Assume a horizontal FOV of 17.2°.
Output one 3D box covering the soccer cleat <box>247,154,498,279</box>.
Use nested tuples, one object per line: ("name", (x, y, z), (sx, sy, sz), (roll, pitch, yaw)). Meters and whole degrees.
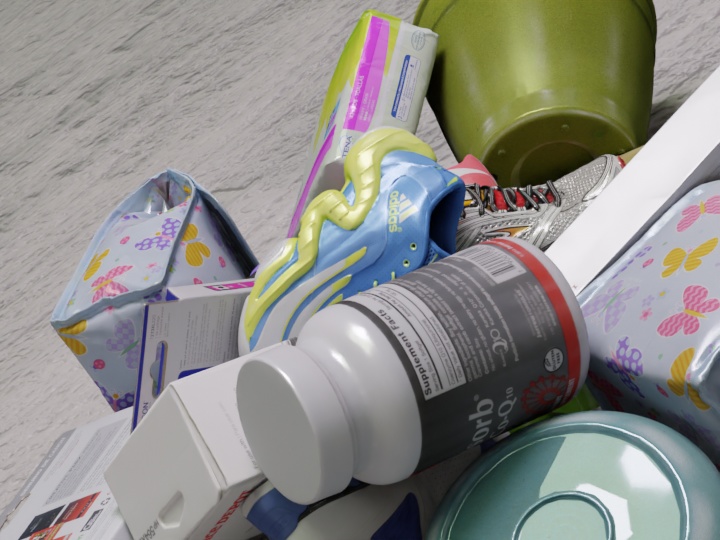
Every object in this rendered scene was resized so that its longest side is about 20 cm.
("soccer cleat", (0.009, -0.023, 1.740), (0.200, 0.068, 0.073), (-21, 46, 7))

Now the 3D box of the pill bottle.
("pill bottle", (0.031, 0.063, 1.454), (0.200, 0.116, 0.116), (-22, 21, -28))

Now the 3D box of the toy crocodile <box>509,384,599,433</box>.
("toy crocodile", (0.085, 0.071, 1.651), (0.200, 0.068, 0.062), (-2, 35, 43))

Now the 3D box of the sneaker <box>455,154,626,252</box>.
("sneaker", (0.095, -0.028, 1.648), (0.200, 0.082, 0.078), (-29, 20, 4))

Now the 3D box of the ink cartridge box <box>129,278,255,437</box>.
("ink cartridge box", (-0.087, 0.056, 1.632), (0.037, 0.095, 0.200), (17, 16, 39))

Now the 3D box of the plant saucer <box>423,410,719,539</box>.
("plant saucer", (0.122, 0.164, 1.404), (0.200, 0.027, 0.200), (-14, 52, 18))

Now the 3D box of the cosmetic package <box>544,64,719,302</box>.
("cosmetic package", (0.205, -0.040, 1.593), (0.200, 0.083, 0.051), (-46, 50, -12))

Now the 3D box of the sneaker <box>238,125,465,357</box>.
("sneaker", (0.000, 0.000, 1.593), (0.105, 0.076, 0.200), (27, 86, 37))

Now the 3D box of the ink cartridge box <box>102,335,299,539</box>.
("ink cartridge box", (-0.049, 0.107, 1.556), (0.200, 0.084, 0.146), (-18, -20, -34))

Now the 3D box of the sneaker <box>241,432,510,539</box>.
("sneaker", (0.026, 0.172, 1.514), (0.199, 0.115, 0.081), (-12, -25, -41))

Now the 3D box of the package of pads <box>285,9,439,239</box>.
("package of pads", (-0.003, -0.095, 1.873), (0.200, 0.068, 0.155), (117, 168, -60))

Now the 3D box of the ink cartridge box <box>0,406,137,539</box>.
("ink cartridge box", (-0.176, 0.183, 1.670), (0.176, 0.084, 0.200), (-20, 25, 38))

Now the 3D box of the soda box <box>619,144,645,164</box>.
("soda box", (0.203, -0.044, 1.749), (0.200, 0.068, 0.064), (-24, 26, 8))

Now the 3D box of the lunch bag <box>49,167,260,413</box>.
("lunch bag", (-0.127, 0.031, 1.816), (0.127, 0.170, 0.200), (-20, 25, 22))

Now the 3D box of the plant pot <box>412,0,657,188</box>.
("plant pot", (0.144, -0.127, 1.851), (0.200, 0.200, 0.193), (-21, 38, 14))

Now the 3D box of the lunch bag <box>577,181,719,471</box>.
("lunch bag", (0.254, 0.026, 1.495), (0.200, 0.127, 0.170), (-45, 27, -15))
